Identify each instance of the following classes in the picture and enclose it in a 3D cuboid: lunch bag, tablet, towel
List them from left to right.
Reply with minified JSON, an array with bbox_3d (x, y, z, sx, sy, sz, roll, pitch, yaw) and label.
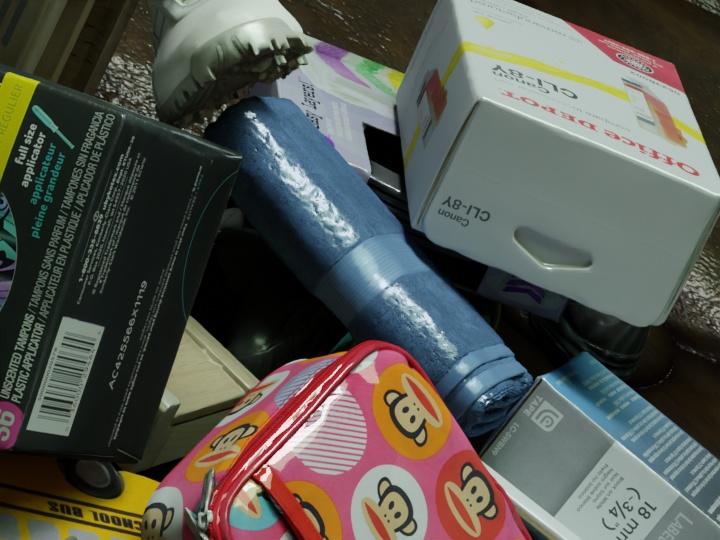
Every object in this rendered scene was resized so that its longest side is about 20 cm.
[{"bbox_3d":[-0.006,0.149,1.251,0.176,0.082,0.200,-44,109,-39],"label":"lunch bag"},{"bbox_3d":[0.000,0.000,1.427,0.200,0.049,0.112,49,11,9],"label":"towel"},{"bbox_3d":[0.068,0.115,1.447,0.200,0.014,0.130,37,-8,12],"label":"tablet"}]

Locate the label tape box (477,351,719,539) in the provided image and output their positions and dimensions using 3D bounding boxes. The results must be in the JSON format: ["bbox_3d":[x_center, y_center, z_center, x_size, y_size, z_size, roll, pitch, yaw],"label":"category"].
[{"bbox_3d":[0.167,0.133,1.517,0.200,0.063,0.144,39,12,9],"label":"label tape box"}]

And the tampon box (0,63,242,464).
[{"bbox_3d":[-0.182,-0.018,1.235,0.200,0.150,0.126,18,0,21],"label":"tampon box"}]

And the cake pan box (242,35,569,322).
[{"bbox_3d":[0.027,-0.055,1.598,0.184,0.052,0.200,19,22,-10],"label":"cake pan box"}]

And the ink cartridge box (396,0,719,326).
[{"bbox_3d":[0.102,-0.066,1.521,0.145,0.084,0.200,21,21,-11],"label":"ink cartridge box"}]

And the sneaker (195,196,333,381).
[{"bbox_3d":[-0.057,0.014,1.508,0.091,0.076,0.200,26,20,-2],"label":"sneaker"}]

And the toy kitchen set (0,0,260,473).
[{"bbox_3d":[-0.144,-0.028,1.353,0.200,0.181,0.163,42,30,22],"label":"toy kitchen set"}]

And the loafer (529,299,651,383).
[{"bbox_3d":[0.120,-0.022,1.729,0.073,0.072,0.200,2,42,-43],"label":"loafer"}]

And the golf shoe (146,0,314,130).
[{"bbox_3d":[-0.075,-0.120,1.315,0.097,0.078,0.200,63,-2,-6],"label":"golf shoe"}]

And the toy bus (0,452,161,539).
[{"bbox_3d":[-0.159,0.118,1.241,0.200,0.065,0.078,16,35,-31],"label":"toy bus"}]

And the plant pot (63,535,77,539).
[{"bbox_3d":[-0.133,0.220,1.014,0.174,0.200,0.200,54,31,3],"label":"plant pot"}]

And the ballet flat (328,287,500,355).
[{"bbox_3d":[0.044,0.024,1.593,0.068,0.068,0.200,46,29,-4],"label":"ballet flat"}]
